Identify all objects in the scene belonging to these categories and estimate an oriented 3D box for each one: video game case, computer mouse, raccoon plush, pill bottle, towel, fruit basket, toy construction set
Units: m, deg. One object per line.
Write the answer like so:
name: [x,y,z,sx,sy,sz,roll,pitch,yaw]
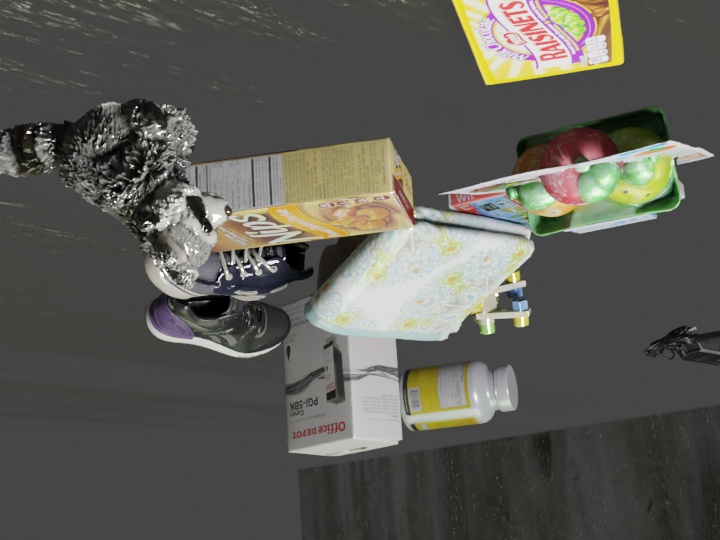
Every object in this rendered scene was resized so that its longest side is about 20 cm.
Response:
video game case: [0.206,-0.074,1.177,0.199,0.018,0.143,-12,164,28]
computer mouse: [0.592,0.123,1.991,0.199,0.053,0.139,11,161,-12]
raccoon plush: [-0.198,-0.048,0.927,0.199,0.135,0.097,-10,166,20]
pill bottle: [0.174,0.220,2.107,0.199,0.113,0.112,-9,165,19]
towel: [0.063,0.004,1.212,0.199,0.048,0.171,6,137,-40]
fruit basket: [0.183,-0.074,0.971,0.184,0.094,0.200,-11,-177,25]
toy construction set: [0.092,0.033,1.396,0.199,0.093,0.131,5,-169,-12]

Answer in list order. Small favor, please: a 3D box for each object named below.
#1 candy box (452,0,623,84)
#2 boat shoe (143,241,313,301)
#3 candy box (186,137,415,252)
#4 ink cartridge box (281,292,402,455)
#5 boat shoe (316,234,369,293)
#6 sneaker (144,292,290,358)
candy box: [0.113,-0.173,0.757,0.102,0.027,0.200,-5,166,14]
boat shoe: [-0.131,-0.014,1.232,0.092,0.075,0.200,-20,168,27]
candy box: [-0.058,-0.065,1.061,0.199,0.056,0.115,-7,165,11]
ink cartridge box: [-0.027,0.131,1.533,0.083,0.201,0.146,9,160,-38]
boat shoe: [0.000,0.000,1.292,0.069,0.074,0.200,6,162,-15]
sneaker: [-0.162,0.060,1.487,0.199,0.076,0.087,6,156,-35]
